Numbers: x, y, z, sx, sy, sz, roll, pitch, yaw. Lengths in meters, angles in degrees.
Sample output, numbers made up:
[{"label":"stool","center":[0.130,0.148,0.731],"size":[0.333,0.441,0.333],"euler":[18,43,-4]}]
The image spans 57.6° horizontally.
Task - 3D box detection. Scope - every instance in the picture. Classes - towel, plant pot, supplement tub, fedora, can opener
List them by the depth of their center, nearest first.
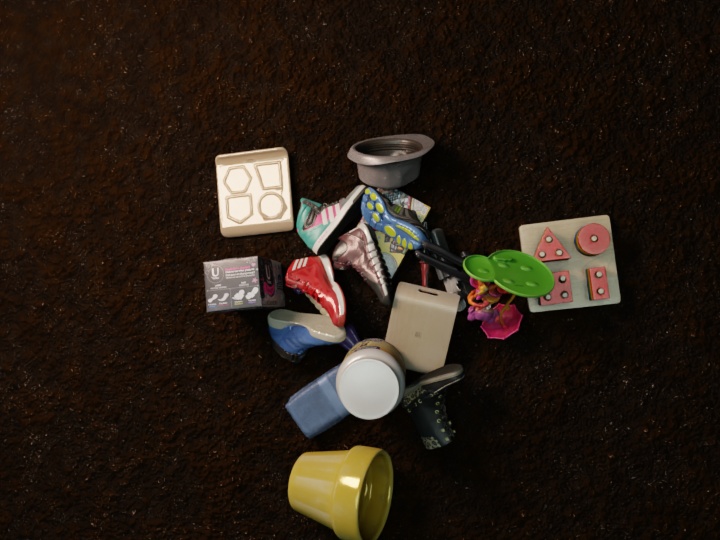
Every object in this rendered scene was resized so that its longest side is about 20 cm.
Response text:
[{"label":"supplement tub","center":[0.024,0.229,1.393],"size":[0.143,0.200,0.146],"euler":[0,93,4]},{"label":"plant pot","center":[-0.048,0.485,1.451],"size":[0.188,0.201,0.202],"euler":[2,87,25]},{"label":"can opener","center":[0.207,-0.013,1.456],"size":[0.199,0.079,0.064],"euler":[16,109,-24]},{"label":"fedora","center":[0.071,-0.246,1.504],"size":[0.199,0.177,0.091],"euler":[-13,119,-17]},{"label":"can opener","center":[0.206,-0.001,1.512],"size":[0.066,0.053,0.201],"euler":[-20,84,-28]},{"label":"towel","center":[-0.067,0.297,1.528],"size":[0.199,0.049,0.112],"euler":[-34,86,4]}]

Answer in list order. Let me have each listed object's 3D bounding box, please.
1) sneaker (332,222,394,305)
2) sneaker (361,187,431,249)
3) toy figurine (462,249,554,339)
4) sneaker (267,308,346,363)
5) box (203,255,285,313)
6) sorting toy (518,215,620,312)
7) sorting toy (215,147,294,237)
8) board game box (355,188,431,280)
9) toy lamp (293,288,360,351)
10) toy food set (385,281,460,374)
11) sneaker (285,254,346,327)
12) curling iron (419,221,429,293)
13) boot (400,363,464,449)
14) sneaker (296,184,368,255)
[{"label":"sneaker","center":[0.000,0.000,1.497],"size":[0.115,0.076,0.201],"euler":[-21,74,12]},{"label":"sneaker","center":[0.078,-0.116,1.489],"size":[0.199,0.083,0.071],"euler":[40,120,23]},{"label":"toy figurine","center":[0.296,0.070,1.427],"size":[0.198,0.151,0.185],"euler":[6,129,-9]},{"label":"sneaker","center":[-0.121,0.163,1.510],"size":[0.199,0.077,0.112],"euler":[9,118,21]},{"label":"box","center":[-0.260,0.033,1.497],"size":[0.131,0.200,0.116],"euler":[-7,87,8]},{"label":"sorting toy","center":[0.467,-0.016,1.456],"size":[0.198,0.070,0.200],"euler":[-7,85,8]},{"label":"sorting toy","center":[-0.256,-0.189,1.597],"size":[0.184,0.036,0.202],"euler":[-6,90,8]},{"label":"board game box","center":[0.061,-0.090,1.540],"size":[0.135,0.035,0.201],"euler":[30,91,9]},{"label":"toy lamp","center":[-0.076,0.105,1.538],"size":[0.058,0.058,0.200],"euler":[-44,80,4]},{"label":"toy food set","center":[0.136,0.138,1.495],"size":[0.143,0.060,0.201],"euler":[13,105,9]},{"label":"sneaker","center":[-0.108,0.052,1.483],"size":[0.115,0.079,0.201],"euler":[-6,46,-19]},{"label":"curling iron","center":[0.139,-0.012,1.512],"size":[0.049,0.026,0.202],"euler":[7,98,13]},{"label":"boot","center":[0.179,0.301,1.448],"size":[0.203,0.073,0.154],"euler":[-32,84,42]},{"label":"sneaker","center":[-0.080,-0.144,1.544],"size":[0.120,0.084,0.200],"euler":[36,78,16]}]
